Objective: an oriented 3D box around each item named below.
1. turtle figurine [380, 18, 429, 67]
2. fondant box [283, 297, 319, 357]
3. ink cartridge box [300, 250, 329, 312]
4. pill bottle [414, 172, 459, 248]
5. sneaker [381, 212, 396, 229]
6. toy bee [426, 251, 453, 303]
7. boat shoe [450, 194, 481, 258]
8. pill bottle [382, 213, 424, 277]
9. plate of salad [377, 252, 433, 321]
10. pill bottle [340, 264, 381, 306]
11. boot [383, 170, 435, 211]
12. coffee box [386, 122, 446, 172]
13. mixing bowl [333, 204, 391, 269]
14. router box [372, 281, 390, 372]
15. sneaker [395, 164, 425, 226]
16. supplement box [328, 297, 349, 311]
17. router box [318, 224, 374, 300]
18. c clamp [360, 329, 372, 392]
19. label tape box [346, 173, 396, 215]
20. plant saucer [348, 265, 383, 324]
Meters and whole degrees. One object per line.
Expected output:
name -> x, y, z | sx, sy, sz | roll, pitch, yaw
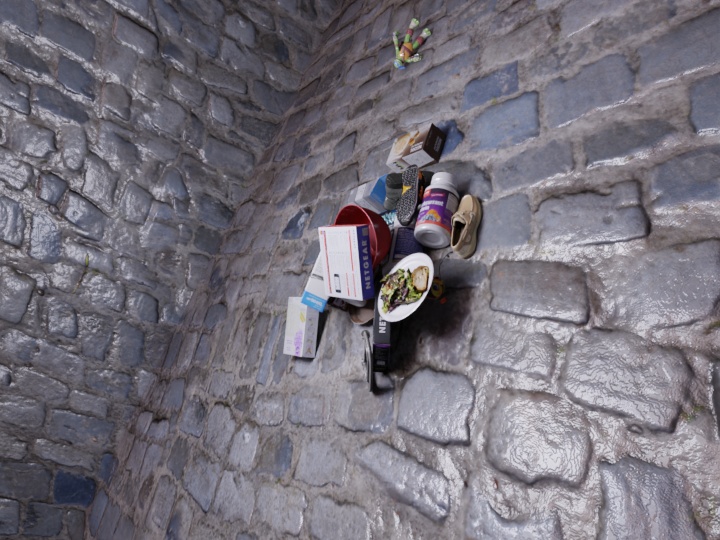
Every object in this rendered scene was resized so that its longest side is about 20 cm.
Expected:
turtle figurine -> 0.208, -0.956, 2.302 | 0.142, 0.200, 0.197 | 32, 85, 26
fondant box -> -0.209, 0.198, 1.937 | 0.143, 0.057, 0.207 | -4, 80, 56
ink cartridge box -> -0.109, 0.006, 1.735 | 0.146, 0.082, 0.204 | -74, 8, -72
pill bottle -> 0.229, -0.180, 1.605 | 0.110, 0.110, 0.205 | -15, 51, 50
sneaker -> 0.099, -0.151, 1.803 | 0.199, 0.085, 0.079 | -40, 35, 31
toy bee -> 0.179, 0.049, 1.479 | 0.199, 0.129, 0.111 | -34, 80, 47
boat shoe -> 0.289, -0.135, 1.520 | 0.070, 0.064, 0.205 | -25, 44, 44
pill bottle -> 0.134, -0.067, 1.647 | 0.114, 0.114, 0.205 | -22, 46, 46
plate of salad -> 0.110, 0.038, 1.437 | 0.198, 0.048, 0.204 | -36, 36, 31
pill bottle -> 0.000, 0.000, 1.733 | 0.115, 0.115, 0.205 | 2, 65, 57
boot -> 0.170, -0.252, 1.781 | 0.132, 0.193, 0.069 | 87, -175, -51
coffee box -> 0.191, -0.418, 1.905 | 0.198, 0.079, 0.117 | -7, 58, 55
mixing bowl -> 0.019, -0.092, 1.591 | 0.197, 0.106, 0.207 | 15, 110, 47
router box -> 0.060, 0.159, 1.539 | 0.151, 0.049, 0.204 | 91, -178, -53
sneaker -> 0.164, -0.213, 1.643 | 0.069, 0.089, 0.206 | -11, 58, 39
supplement box -> -0.078, 0.069, 1.873 | 0.111, 0.060, 0.199 | -63, 18, -6
router box -> -0.042, -0.025, 1.559 | 0.177, 0.048, 0.207 | 5, 103, 50
c clamp -> 0.015, 0.242, 1.538 | 0.203, 0.026, 0.175 | 93, 172, -52
label tape box -> 0.066, -0.237, 1.872 | 0.198, 0.143, 0.065 | -14, 50, 51
plant saucer -> 0.036, 0.082, 1.749 | 0.199, 0.032, 0.204 | -37, 37, 33
